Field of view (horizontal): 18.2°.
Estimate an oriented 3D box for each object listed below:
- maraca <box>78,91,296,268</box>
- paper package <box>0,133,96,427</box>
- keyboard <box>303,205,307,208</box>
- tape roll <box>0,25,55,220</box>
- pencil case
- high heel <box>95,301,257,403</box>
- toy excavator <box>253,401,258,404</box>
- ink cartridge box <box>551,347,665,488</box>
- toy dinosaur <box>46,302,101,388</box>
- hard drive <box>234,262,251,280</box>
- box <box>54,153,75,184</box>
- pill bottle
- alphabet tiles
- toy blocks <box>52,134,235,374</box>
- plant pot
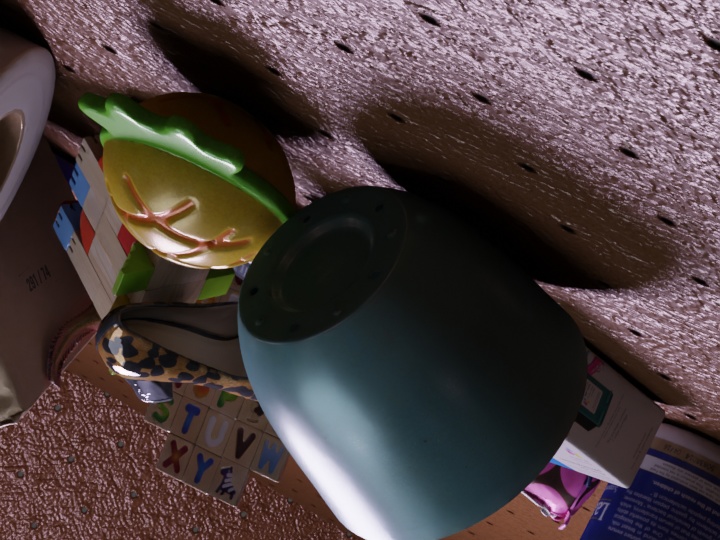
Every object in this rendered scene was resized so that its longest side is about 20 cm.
[{"bbox_3d":[-0.107,-0.064,1.426,0.137,0.107,0.200,18,166,16],"label":"maraca"},{"bbox_3d":[-0.301,0.002,1.787,0.103,0.200,0.191,-14,110,25],"label":"paper package"},{"bbox_3d":[0.000,0.000,1.678,0.127,0.021,0.200,26,168,29],"label":"keyboard"},{"bbox_3d":[-0.322,-0.096,1.574,0.139,0.203,0.203,26,169,7],"label":"tape roll"},{"bbox_3d":[0.102,0.124,1.807,0.200,0.094,0.091,27,169,12],"label":"pencil case"},{"bbox_3d":[-0.083,0.043,1.592,0.199,0.072,0.143,-15,158,3],"label":"high heel"},{"bbox_3d":[-0.077,0.064,1.924,0.199,0.195,0.100,-7,155,20],"label":"toy excavator"},{"bbox_3d":[0.113,0.073,1.612,0.200,0.067,0.116,37,166,-37],"label":"ink cartridge box"},{"bbox_3d":[-0.192,0.000,1.840,0.105,0.200,0.181,56,174,-1],"label":"toy dinosaur"},{"bbox_3d":[-0.057,0.005,1.728,0.200,0.033,0.140,35,172,-1],"label":"hard drive"},{"bbox_3d":[-0.365,-0.086,1.982,0.200,0.105,0.184,30,170,-11],"label":"box"},{"bbox_3d":[0.218,0.225,1.692,0.116,0.200,0.116,27,169,6],"label":"pill bottle"},{"bbox_3d":[-0.102,0.089,1.880,0.166,0.200,0.006,20,178,40],"label":"alphabet tiles"},{"bbox_3d":[-0.161,-0.041,1.627,0.137,0.100,0.200,59,143,27],"label":"toy blocks"},{"bbox_3d":[0.017,0.043,1.411,0.200,0.201,0.161,15,152,50],"label":"plant pot"}]
